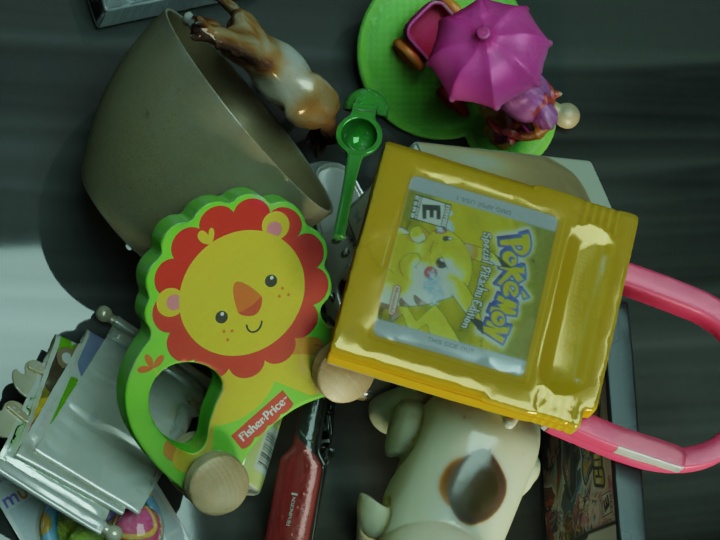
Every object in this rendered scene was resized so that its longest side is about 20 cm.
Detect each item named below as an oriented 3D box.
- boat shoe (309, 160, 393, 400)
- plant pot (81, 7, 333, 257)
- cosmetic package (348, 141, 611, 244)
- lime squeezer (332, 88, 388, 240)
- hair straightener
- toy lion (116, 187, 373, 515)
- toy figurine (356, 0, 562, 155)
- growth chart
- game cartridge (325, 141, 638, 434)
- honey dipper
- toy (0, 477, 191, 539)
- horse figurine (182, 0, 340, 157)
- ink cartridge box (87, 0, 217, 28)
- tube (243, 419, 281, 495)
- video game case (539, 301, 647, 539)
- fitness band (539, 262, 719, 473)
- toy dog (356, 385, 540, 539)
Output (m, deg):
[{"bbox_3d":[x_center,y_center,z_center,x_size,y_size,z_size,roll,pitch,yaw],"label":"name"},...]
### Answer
[{"bbox_3d":[0.000,0.000,1.746,0.071,0.069,0.201,-10,78,-24],"label":"boat shoe"},{"bbox_3d":[-0.134,-0.081,1.670,0.134,0.200,0.200,-39,91,7],"label":"plant pot"},{"bbox_3d":[0.099,-0.040,1.740,0.200,0.105,0.071,2,56,-40],"label":"cosmetic package"},{"bbox_3d":[-0.005,-0.102,1.717,0.038,0.071,0.200,24,29,-7],"label":"lime squeezer"},{"bbox_3d":[-0.043,0.130,1.693,0.041,0.077,0.201,4,84,8],"label":"hair straightener"},{"bbox_3d":[-0.098,0.048,1.585,0.200,0.069,0.192,-42,115,-8],"label":"toy lion"},{"bbox_3d":[0.105,-0.153,1.752,0.150,0.184,0.200,-45,106,-2],"label":"toy figurine"},{"bbox_3d":[-0.194,0.109,1.631,0.145,0.018,0.200,39,44,-4],"label":"growth chart"},{"bbox_3d":[0.091,0.012,1.590,0.199,0.032,0.177,15,69,-2],"label":"game cartridge"},{"bbox_3d":[0.103,-0.175,1.864,0.200,0.038,0.038,28,66,-16],"label":"honey dipper"},{"bbox_3d":[-0.179,0.206,1.623,0.115,0.047,0.200,-29,86,-28],"label":"toy"},{"bbox_3d":[-0.071,-0.159,1.722,0.050,0.133,0.200,-45,120,3],"label":"horse figurine"},{"bbox_3d":[-0.154,-0.315,1.798,0.199,0.047,0.198,-16,80,-23],"label":"ink cartridge box"},{"bbox_3d":[-0.073,0.074,1.699,0.052,0.058,0.201,36,65,-42],"label":"tube"},{"bbox_3d":[0.178,0.144,1.709,0.025,0.181,0.201,1,73,-12],"label":"video game case"},{"bbox_3d":[0.206,0.071,1.623,0.199,0.037,0.144,21,69,-2],"label":"fitness band"},{"bbox_3d":[0.072,0.194,1.652,0.139,0.194,0.200,31,56,-20],"label":"toy dog"}]
